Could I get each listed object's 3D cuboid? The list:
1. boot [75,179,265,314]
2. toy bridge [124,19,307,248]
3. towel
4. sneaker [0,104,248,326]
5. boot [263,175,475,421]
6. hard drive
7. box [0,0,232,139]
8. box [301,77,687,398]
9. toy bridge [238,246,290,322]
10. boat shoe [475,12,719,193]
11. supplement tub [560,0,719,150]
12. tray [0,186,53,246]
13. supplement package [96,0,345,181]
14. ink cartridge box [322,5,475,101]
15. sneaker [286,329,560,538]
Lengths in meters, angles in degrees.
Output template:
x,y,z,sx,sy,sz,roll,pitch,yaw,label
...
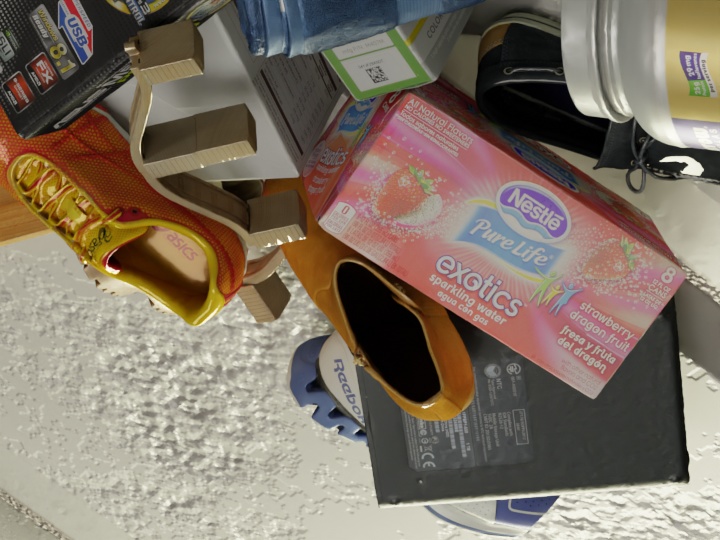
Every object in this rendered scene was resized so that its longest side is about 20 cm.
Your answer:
x,y,z,sx,sy,sz,roll,pitch,yaw,label
-0.098,-0.026,1.587,0.107,0.200,0.075,-24,83,11,boot
-0.090,-0.070,1.389,0.067,0.027,0.200,-12,149,13,toy bridge
0.028,-0.180,1.297,0.199,0.049,0.112,-19,117,-12,towel
-0.152,-0.044,1.447,0.200,0.077,0.073,31,118,-3,sneaker
0.000,0.001,1.488,0.201,0.071,0.144,53,-177,14,boot
0.102,0.080,1.591,0.199,0.033,0.140,-5,121,7,hard drive
-0.167,-0.196,1.368,0.160,0.044,0.200,-33,84,31,box
0.074,-0.028,1.459,0.200,0.103,0.095,32,104,-16,box
-0.006,-0.010,1.616,0.199,0.027,0.067,-10,125,37,toy bridge
0.155,-0.082,1.433,0.199,0.062,0.075,21,139,5,boat shoe
0.214,-0.129,1.281,0.199,0.146,0.146,7,137,23,supplement tub
-0.266,-0.049,1.697,0.200,0.037,0.099,-12,155,39,tray
-0.129,-0.143,1.486,0.199,0.111,0.156,-2,133,29,supplement package
-0.015,-0.200,1.364,0.059,0.104,0.200,-13,126,38,ink cartridge box
0.055,0.089,1.661,0.199,0.081,0.115,32,143,-4,sneaker
